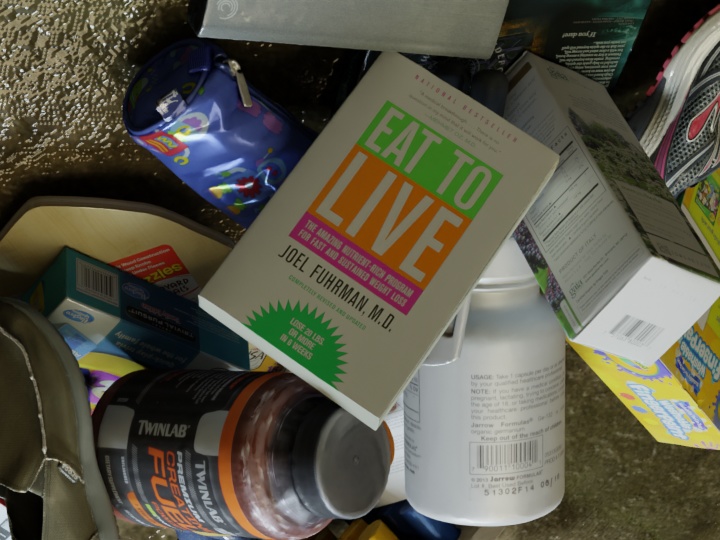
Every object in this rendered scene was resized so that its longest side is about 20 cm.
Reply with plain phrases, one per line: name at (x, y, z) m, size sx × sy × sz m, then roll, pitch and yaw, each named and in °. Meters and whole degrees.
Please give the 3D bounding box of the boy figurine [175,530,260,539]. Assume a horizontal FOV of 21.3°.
boy figurine at (-0.128, 0.168, 1.489) m, size 0.124 × 0.065 × 0.200 m, roll 15°, pitch 147°, yaw 17°

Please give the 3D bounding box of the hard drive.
hard drive at (0.004, -0.201, 1.145) m, size 0.199 × 0.033 × 0.140 m, roll 1°, pitch 121°, yaw -25°

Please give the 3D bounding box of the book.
book at (0.012, -0.022, 1.171) m, size 0.200 × 0.133 × 0.048 m, roll -55°, pitch 174°, yaw -16°

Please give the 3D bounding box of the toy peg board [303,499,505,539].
toy peg board at (-0.014, 0.243, 1.548) m, size 0.098 × 0.200 × 0.199 m, roll 47°, pitch 69°, yaw -13°

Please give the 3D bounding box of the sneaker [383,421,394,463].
sneaker at (-0.075, 0.160, 1.404) m, size 0.199 × 0.076 × 0.092 m, roll -7°, pitch 155°, yaw -23°

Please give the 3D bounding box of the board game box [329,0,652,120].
board game box at (0.086, -0.140, 1.283) m, size 0.199 × 0.028 × 0.136 m, roll -4°, pitch 138°, yaw -22°

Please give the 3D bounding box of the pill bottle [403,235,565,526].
pill bottle at (0.086, 0.065, 1.331) m, size 0.114 × 0.114 × 0.201 m, roll -6°, pitch 104°, yaw -19°

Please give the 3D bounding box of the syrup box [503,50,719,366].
syrup box at (0.147, -0.043, 1.241) m, size 0.078 × 0.201 × 0.082 m, roll 18°, pitch 123°, yaw -40°

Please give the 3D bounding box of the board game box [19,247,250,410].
board game box at (-0.196, 0.083, 1.344) m, size 0.150 × 0.047 × 0.200 m, roll 24°, pitch 130°, yaw -31°

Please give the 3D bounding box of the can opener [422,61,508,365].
can opener at (0.051, -0.033, 1.237) m, size 0.067 × 0.053 × 0.201 m, roll -15°, pitch 116°, yaw -68°

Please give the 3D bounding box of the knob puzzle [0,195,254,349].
knob puzzle at (-0.176, 0.007, 1.319) m, size 0.218 × 0.031 × 0.220 m, roll -4°, pitch 140°, yaw -4°

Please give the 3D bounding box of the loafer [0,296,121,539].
loafer at (-0.210, 0.116, 1.225) m, size 0.069 × 0.201 × 0.075 m, roll -18°, pitch -179°, yaw -36°

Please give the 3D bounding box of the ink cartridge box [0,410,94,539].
ink cartridge box at (-0.303, 0.118, 1.281) m, size 0.200 × 0.084 × 0.175 m, roll 35°, pitch 125°, yaw -20°

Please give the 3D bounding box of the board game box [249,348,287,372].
board game box at (0.000, 0.000, 1.394) m, size 0.152 × 0.040 × 0.200 m, roll 6°, pitch 133°, yaw -31°

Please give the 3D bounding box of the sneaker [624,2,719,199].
sneaker at (0.235, -0.113, 1.315) m, size 0.200 × 0.075 × 0.081 m, roll -56°, pitch 170°, yaw 15°

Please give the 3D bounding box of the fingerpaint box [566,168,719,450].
fingerpaint box at (0.236, 0.018, 1.428) m, size 0.073 × 0.168 × 0.200 m, roll 5°, pitch 156°, yaw 34°

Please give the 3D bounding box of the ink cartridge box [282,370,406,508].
ink cartridge box at (-0.001, 0.111, 1.465) m, size 0.199 × 0.045 × 0.176 m, roll -20°, pitch 130°, yaw 31°

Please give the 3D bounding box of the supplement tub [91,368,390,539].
supplement tub at (-0.077, 0.116, 1.225) m, size 0.199 × 0.108 × 0.107 m, roll -2°, pitch 159°, yaw 42°

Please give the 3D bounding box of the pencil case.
pencil case at (-0.059, -0.070, 1.221) m, size 0.087 × 0.078 × 0.200 m, roll -30°, pitch 128°, yaw 33°
